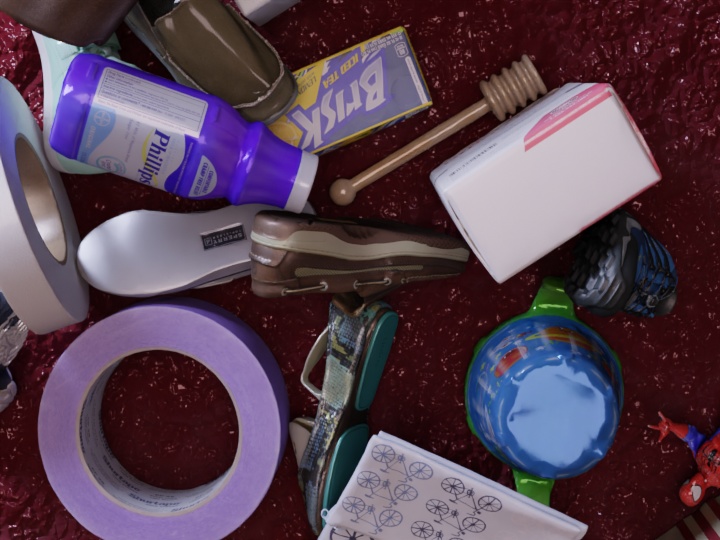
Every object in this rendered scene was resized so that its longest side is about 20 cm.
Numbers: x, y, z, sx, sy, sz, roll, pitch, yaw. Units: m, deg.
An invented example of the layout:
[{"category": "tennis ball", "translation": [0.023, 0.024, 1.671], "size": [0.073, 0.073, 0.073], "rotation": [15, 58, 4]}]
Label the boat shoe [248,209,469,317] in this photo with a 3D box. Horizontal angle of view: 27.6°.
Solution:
[{"category": "boat shoe", "translation": [-0.003, -0.002, 1.170], "size": [0.200, 0.074, 0.076], "rotation": [5, 101, -32]}]

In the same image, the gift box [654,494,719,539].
[{"category": "gift box", "translation": [0.337, 0.281, 1.151], "size": [0.184, 0.187, 0.201], "rotation": [-40, 91, 5]}]

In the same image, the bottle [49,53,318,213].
[{"category": "bottle", "translation": [-0.131, -0.096, 1.104], "size": [0.198, 0.084, 0.066], "rotation": [19, 51, -10]}]

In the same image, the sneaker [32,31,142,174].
[{"category": "sneaker", "translation": [-0.200, -0.178, 1.174], "size": [0.117, 0.074, 0.203], "rotation": [4, 105, 31]}]

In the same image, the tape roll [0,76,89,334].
[{"category": "tape roll", "translation": [-0.263, -0.051, 1.142], "size": [0.037, 0.203, 0.205], "rotation": [-18, 93, 1]}]

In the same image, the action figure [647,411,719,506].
[{"category": "action figure", "translation": [0.312, 0.103, 1.184], "size": [0.065, 0.099, 0.201], "rotation": [39, 98, 40]}]

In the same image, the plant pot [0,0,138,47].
[{"category": "plant pot", "translation": [-0.193, -0.282, 1.046], "size": [0.199, 0.200, 0.199], "rotation": [38, 110, -1]}]

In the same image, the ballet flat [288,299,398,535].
[{"category": "ballet flat", "translation": [-0.023, 0.117, 1.220], "size": [0.073, 0.074, 0.203], "rotation": [16, 93, 1]}]

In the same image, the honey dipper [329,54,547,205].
[{"category": "honey dipper", "translation": [0.060, -0.111, 1.210], "size": [0.199, 0.038, 0.038], "rotation": [-30, 93, 8]}]

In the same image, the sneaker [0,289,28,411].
[{"category": "sneaker", "translation": [-0.334, 0.040, 1.171], "size": [0.130, 0.200, 0.079], "rotation": [44, 67, 10]}]

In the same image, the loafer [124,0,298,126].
[{"category": "loafer", "translation": [-0.131, -0.184, 1.154], "size": [0.199, 0.070, 0.075], "rotation": [39, 80, 24]}]

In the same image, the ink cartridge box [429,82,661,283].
[{"category": "ink cartridge box", "translation": [0.135, -0.073, 1.125], "size": [0.145, 0.200, 0.085], "rotation": [-32, 98, 4]}]

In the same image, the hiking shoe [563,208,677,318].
[{"category": "hiking shoe", "translation": [0.211, 0.000, 1.126], "size": [0.086, 0.200, 0.075], "rotation": [36, 108, 2]}]

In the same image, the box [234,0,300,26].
[{"category": "box", "translation": [-0.084, -0.316, 1.166], "size": [0.123, 0.097, 0.202], "rotation": [-29, 93, 5]}]

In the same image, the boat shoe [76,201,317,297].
[{"category": "boat shoe", "translation": [-0.131, -0.019, 1.206], "size": [0.197, 0.066, 0.073], "rotation": [-16, 76, -3]}]

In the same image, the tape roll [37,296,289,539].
[{"category": "tape roll", "translation": [-0.159, 0.126, 1.209], "size": [0.197, 0.085, 0.203], "rotation": [0, 94, 3]}]

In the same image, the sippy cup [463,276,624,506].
[{"category": "sippy cup", "translation": [0.151, 0.107, 1.173], "size": [0.139, 0.130, 0.179], "rotation": [-29, 93, 4]}]

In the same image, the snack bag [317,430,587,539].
[{"category": "snack bag", "translation": [0.056, 0.230, 1.180], "size": [0.187, 0.022, 0.201], "rotation": [25, 127, -7]}]

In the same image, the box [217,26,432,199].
[{"category": "box", "translation": [-0.043, -0.128, 1.196], "size": [0.198, 0.064, 0.071], "rotation": [-23, 93, 3]}]
